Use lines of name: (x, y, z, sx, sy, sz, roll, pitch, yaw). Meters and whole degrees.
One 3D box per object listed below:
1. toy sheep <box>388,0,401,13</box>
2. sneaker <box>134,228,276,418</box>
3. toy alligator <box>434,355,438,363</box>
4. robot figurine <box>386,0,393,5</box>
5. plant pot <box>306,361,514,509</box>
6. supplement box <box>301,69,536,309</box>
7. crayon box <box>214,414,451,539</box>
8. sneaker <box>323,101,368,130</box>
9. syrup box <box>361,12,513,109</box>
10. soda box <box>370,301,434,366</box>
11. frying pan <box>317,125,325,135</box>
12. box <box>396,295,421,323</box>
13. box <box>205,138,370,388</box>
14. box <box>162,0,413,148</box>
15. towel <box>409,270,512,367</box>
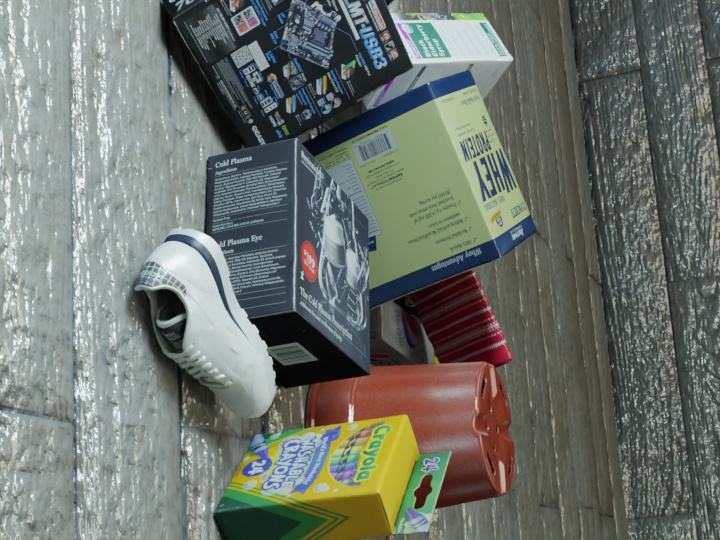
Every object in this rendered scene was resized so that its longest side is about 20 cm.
toy sheep: (-0.011, -0.320, 1.618, 0.200, 0.137, 0.139, 46, 36, -29)
sneaker: (-0.142, 0.063, 1.185, 0.202, 0.076, 0.081, 65, 36, -28)
toy alligator: (0.086, 0.143, 1.800, 0.054, 0.059, 0.201, 35, 31, -5)
robot figurine: (-0.046, -0.335, 1.435, 0.124, 0.200, 0.152, -14, 127, -36)
plant pot: (0.065, 0.191, 1.503, 0.200, 0.193, 0.204, -9, 90, -70)
supplement box: (0.059, -0.088, 1.490, 0.134, 0.198, 0.202, -29, 96, -61)
crayon box: (-0.024, 0.197, 1.243, 0.126, 0.197, 0.052, -63, 139, -59)
sneaker: (0.045, -0.198, 1.641, 0.092, 0.197, 0.077, 146, -50, -64)
syrup box: (0.078, -0.252, 1.582, 0.198, 0.082, 0.079, -8, 58, -41)
soda box: (0.032, 0.087, 1.646, 0.200, 0.067, 0.064, 39, 45, -61)
frying pan: (-0.032, -0.068, 1.589, 0.191, 0.031, 0.116, 60, 30, -35)
box: (0.090, 0.000, 1.781, 0.162, 0.048, 0.202, -59, 153, -55)
box: (-0.071, -0.002, 1.343, 0.200, 0.103, 0.185, 45, 39, -59)
box: (-0.068, -0.236, 1.324, 0.050, 0.197, 0.201, 54, -5, 47)
towel: (0.105, 0.036, 1.617, 0.022, 0.144, 0.202, -25, 89, -31)
